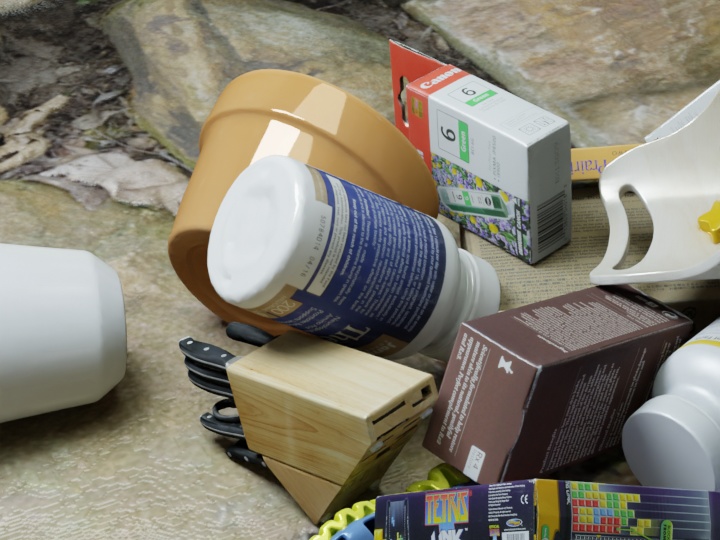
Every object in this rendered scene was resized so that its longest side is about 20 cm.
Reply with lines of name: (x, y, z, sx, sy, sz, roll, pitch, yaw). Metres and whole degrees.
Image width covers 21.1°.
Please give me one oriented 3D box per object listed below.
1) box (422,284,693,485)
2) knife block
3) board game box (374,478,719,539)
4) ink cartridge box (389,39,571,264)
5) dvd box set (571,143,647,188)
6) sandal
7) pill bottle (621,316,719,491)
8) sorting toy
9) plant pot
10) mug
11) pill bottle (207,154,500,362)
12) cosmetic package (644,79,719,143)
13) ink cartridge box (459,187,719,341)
box: (0.139, 0.078, 1.337, 0.075, 0.100, 0.200, 30, 25, 30)
knife block: (-0.048, 0.079, 1.349, 0.064, 0.200, 0.176, -32, 74, -32)
board game box: (0.124, 0.161, 1.166, 0.165, 0.057, 0.200, 5, -11, -26)
ink cartridge box: (0.077, -0.095, 1.502, 0.050, 0.109, 0.200, -30, 42, -31)
dvd box set: (0.223, -0.085, 1.594, 0.200, 0.029, 0.146, -4, -2, -4)
sandal: (0.037, 0.190, 1.270, 0.200, 0.080, 0.087, -28, 47, -28)
pill bottle: (0.277, 0.085, 1.361, 0.112, 0.112, 0.200, 28, 47, 35)
sorting toy: (0.253, -0.047, 1.391, 0.180, 0.107, 0.200, -11, 43, 24)
plant pot: (-0.058, -0.037, 1.506, 0.200, 0.200, 0.140, 17, 58, 25)
mug: (-0.260, 0.033, 1.453, 0.153, 0.150, 0.187, -4, 42, -14)
pill bottle: (0.000, 0.000, 1.380, 0.200, 0.111, 0.111, 22, 22, -34)
cosmetic package: (0.311, -0.046, 1.472, 0.200, 0.083, 0.051, 55, 18, 7)
ink cartridge box: (0.182, 0.008, 1.505, 0.200, 0.075, 0.165, -4, 35, 0)
